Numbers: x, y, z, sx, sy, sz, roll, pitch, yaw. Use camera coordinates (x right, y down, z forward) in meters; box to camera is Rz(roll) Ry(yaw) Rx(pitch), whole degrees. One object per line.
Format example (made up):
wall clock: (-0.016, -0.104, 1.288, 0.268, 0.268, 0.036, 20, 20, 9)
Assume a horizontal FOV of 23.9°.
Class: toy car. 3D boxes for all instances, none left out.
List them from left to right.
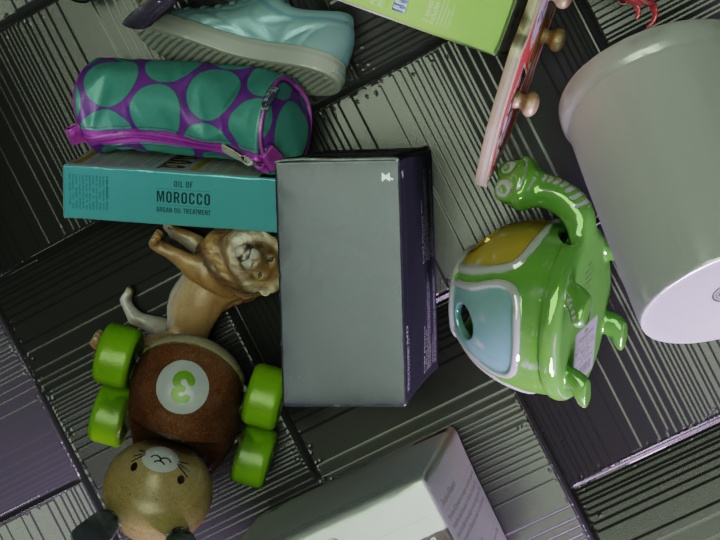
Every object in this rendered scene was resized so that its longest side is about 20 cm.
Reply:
toy car: (-0.167, 0.168, 1.437, 0.164, 0.200, 0.158, 15, 134, 2)

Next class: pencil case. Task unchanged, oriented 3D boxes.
pencil case: (-0.146, -0.133, 1.455, 0.200, 0.093, 0.085, 8, 142, 24)

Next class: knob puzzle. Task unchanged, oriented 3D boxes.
knob puzzle: (0.138, -0.160, 1.363, 0.030, 0.220, 0.220, 19, 99, 7)

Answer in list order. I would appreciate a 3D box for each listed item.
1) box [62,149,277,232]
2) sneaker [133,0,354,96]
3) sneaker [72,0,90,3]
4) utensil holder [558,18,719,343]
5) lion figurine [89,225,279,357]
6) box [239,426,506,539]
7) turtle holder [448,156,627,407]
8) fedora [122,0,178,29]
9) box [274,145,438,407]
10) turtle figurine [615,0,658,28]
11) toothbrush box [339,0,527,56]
box: (-0.152, -0.071, 1.483, 0.199, 0.082, 0.049, 5, 106, 10)
sneaker: (-0.097, -0.209, 1.476, 0.200, 0.074, 0.082, 15, 69, 13)
sneaker: (-0.199, -0.311, 1.481, 0.200, 0.080, 0.086, -34, 112, 10)
utensil holder: (0.262, -0.066, 1.327, 0.170, 0.170, 0.200, -20, 63, 12)
lion figurine: (-0.149, 0.031, 1.510, 0.122, 0.072, 0.200, 32, 115, -2)
box: (0.008, 0.245, 1.430, 0.199, 0.200, 0.131, -26, 92, 12)
turtle holder: (0.141, 0.016, 1.403, 0.131, 0.186, 0.141, 12, 55, 25)
fedora: (-0.141, -0.291, 1.397, 0.200, 0.201, 0.092, -39, 102, 12)
box: (0.000, 0.000, 1.414, 0.104, 0.182, 0.201, -1, 95, 10)
turtle figurine: (0.211, -0.261, 1.336, 0.150, 0.200, 0.101, 40, 107, 1)
toothbrush box: (0.040, -0.247, 1.398, 0.200, 0.146, 0.086, 21, 100, 6)
